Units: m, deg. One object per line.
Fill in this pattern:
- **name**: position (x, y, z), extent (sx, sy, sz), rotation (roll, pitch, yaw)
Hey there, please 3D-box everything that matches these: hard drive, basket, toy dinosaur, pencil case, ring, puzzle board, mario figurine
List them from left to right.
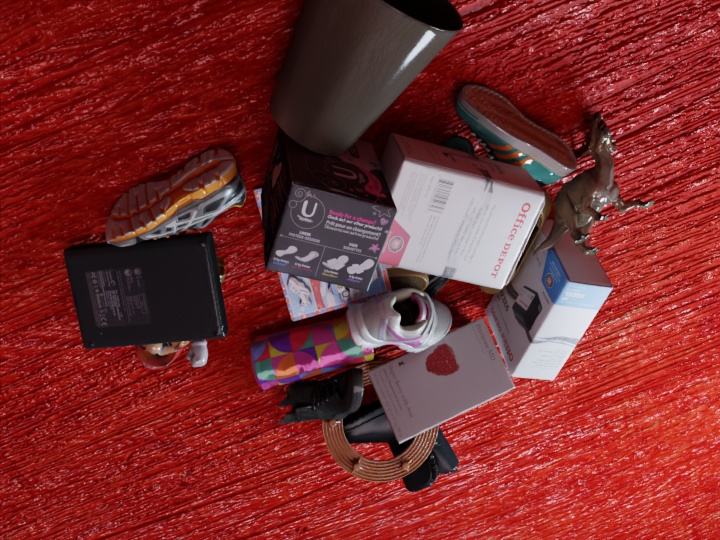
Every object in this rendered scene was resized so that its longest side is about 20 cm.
- **hard drive**: position (-0.282, 0.028, 1.134), extent (0.197, 0.033, 0.142), rotation (-5, 105, 8)
- **mario figurine**: position (-0.261, 0.064, 1.185), extent (0.105, 0.124, 0.201), rotation (-4, 133, -48)
- **pencil case**: position (-0.073, 0.119, 1.315), extent (0.197, 0.089, 0.089), rotation (-17, 134, -3)
- **puzzle board**: position (-0.049, -0.037, 1.175), extent (0.148, 0.017, 0.203), rotation (-15, 114, -1)
- **basket**: position (-0.010, -0.241, 0.968), extent (0.178, 0.137, 0.201), rotation (20, 128, -22)
- **ring**: position (0.034, 0.251, 1.418), extent (0.197, 0.019, 0.204), rotation (0, 92, -5)
- **toy dinosaur**: position (0.309, -0.108, 1.189), extent (0.085, 0.137, 0.200), rotation (3, 139, -41)

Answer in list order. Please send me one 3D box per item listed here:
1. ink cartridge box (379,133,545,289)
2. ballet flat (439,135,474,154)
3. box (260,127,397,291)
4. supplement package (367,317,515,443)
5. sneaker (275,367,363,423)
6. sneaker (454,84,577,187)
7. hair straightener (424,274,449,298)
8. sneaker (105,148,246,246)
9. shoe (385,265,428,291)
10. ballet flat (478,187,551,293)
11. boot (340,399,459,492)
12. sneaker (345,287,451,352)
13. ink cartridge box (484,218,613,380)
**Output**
- **ink cartridge box**: position (0.112, -0.072, 1.091), extent (0.197, 0.083, 0.148), rotation (12, 118, -18)
- **ballet flat**: position (0.096, -0.094, 1.175), extent (0.072, 0.073, 0.201), rotation (23, 107, -32)
- **box**: position (-0.043, -0.085, 1.030), extent (0.130, 0.201, 0.116), rotation (12, 118, -15)
- **supplement package**: position (0.123, 0.173, 1.345), extent (0.198, 0.123, 0.120), rotation (-25, 171, -3)
- **sneaker**: position (-0.066, 0.198, 1.331), extent (0.103, 0.061, 0.200), rotation (7, 154, -13)
- **sneaker**: position (0.191, -0.166, 1.130), extent (0.198, 0.072, 0.080), rotation (29, 136, -23)
- **hair straightener**: position (0.131, 0.006, 1.293), extent (0.076, 0.041, 0.200), rotation (24, 122, -32)
- **sneaker**: position (-0.235, -0.077, 1.094), extent (0.198, 0.079, 0.077), rotation (-24, 142, 8)
- **shoe**: position (0.000, 0.000, 1.248), extent (0.197, 0.054, 0.070), rotation (2, 149, -6)
- **ballet flat**: position (0.217, -0.034, 1.261), extent (0.068, 0.063, 0.202), rotation (23, 125, 2)
- **boot**: position (0.055, 0.307, 1.470), extent (0.198, 0.076, 0.170), rotation (-23, 95, 0)
- **sneaker**: position (0.075, 0.070, 1.226), extent (0.088, 0.083, 0.198), rotation (-26, 164, 40)
- **ink cartridge box**: position (0.279, 0.045, 1.298), extent (0.082, 0.146, 0.202), rotation (6, 130, -19)
